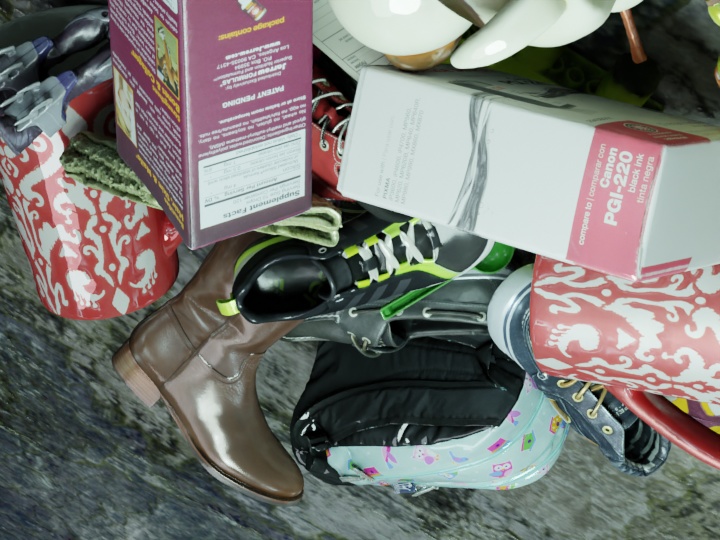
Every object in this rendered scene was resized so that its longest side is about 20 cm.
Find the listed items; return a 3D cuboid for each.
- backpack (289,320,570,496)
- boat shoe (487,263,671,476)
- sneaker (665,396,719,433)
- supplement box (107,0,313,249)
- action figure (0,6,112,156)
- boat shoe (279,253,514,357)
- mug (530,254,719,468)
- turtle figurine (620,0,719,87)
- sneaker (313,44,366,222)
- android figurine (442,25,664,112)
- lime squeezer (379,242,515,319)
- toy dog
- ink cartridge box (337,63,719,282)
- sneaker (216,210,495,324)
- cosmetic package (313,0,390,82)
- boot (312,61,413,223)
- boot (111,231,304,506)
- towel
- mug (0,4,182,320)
[{"bbox_3d":[0.061,0.094,1.719,0.200,0.167,0.127,-2,154,33],"label":"backpack"},{"bbox_3d":[0.162,0.071,1.581,0.091,0.071,0.200,42,175,39],"label":"boat shoe"},{"bbox_3d":[0.261,0.062,1.542,0.090,0.075,0.200,28,151,-6],"label":"sneaker"},{"bbox_3d":[-0.088,-0.129,1.310,0.110,0.086,0.200,50,150,42],"label":"supplement box"},{"bbox_3d":[-0.163,-0.156,1.488,0.130,0.200,0.069,53,177,26],"label":"action figure"},{"bbox_3d":[0.019,0.032,1.653,0.200,0.057,0.069,-11,157,23],"label":"boat shoe"},{"bbox_3d":[0.215,0.044,1.409,0.200,0.178,0.133,6,-176,20],"label":"mug"},{"bbox_3d":[0.253,-0.130,1.255,0.200,0.064,0.161,44,142,-7],"label":"turtle figurine"},{"bbox_3d":[-0.014,-0.078,1.570,0.075,0.081,0.200,-14,129,45],"label":"sneaker"},{"bbox_3d":[0.117,-0.096,1.462,0.182,0.041,0.200,32,150,-3],"label":"android figurine"},{"bbox_3d":[0.107,-0.021,1.571,0.200,0.071,0.038,-21,91,20],"label":"lime squeezer"},{"bbox_3d":[0.068,-0.173,1.235,0.139,0.194,0.200,34,155,-34],"label":"toy dog"},{"bbox_3d":[0.109,-0.062,1.320,0.200,0.085,0.146,15,-168,28],"label":"ink cartridge box"},{"bbox_3d":[0.000,0.000,1.527,0.200,0.083,0.072,-18,107,15],"label":"sneaker"},{"bbox_3d":[-0.027,-0.211,1.377,0.200,0.073,0.103,40,150,-17],"label":"cosmetic package"},{"bbox_3d":[-0.036,-0.114,1.419,0.200,0.072,0.144,51,166,-32],"label":"boot"},{"bbox_3d":[-0.060,0.058,1.637,0.186,0.064,0.200,40,115,-9],"label":"boot"},{"bbox_3d":[-0.107,-0.055,1.489,0.148,0.037,0.200,13,-178,-26],"label":"towel"},{"bbox_3d":[-0.186,-0.070,1.620,0.177,0.133,0.200,15,128,34],"label":"mug"}]
